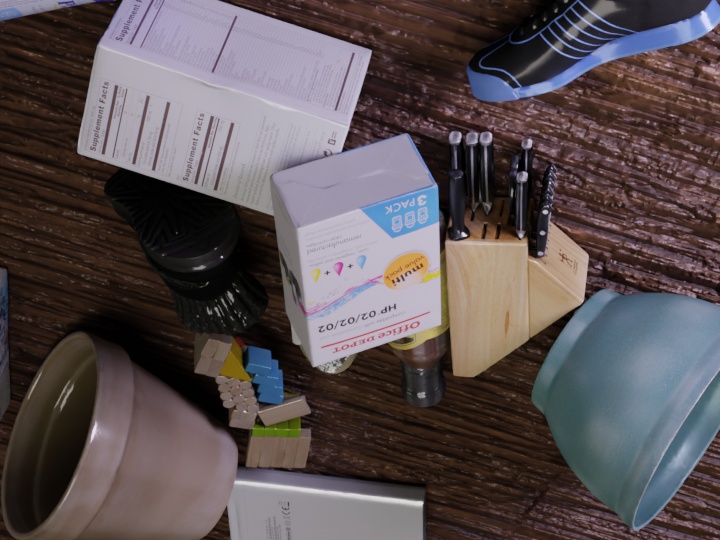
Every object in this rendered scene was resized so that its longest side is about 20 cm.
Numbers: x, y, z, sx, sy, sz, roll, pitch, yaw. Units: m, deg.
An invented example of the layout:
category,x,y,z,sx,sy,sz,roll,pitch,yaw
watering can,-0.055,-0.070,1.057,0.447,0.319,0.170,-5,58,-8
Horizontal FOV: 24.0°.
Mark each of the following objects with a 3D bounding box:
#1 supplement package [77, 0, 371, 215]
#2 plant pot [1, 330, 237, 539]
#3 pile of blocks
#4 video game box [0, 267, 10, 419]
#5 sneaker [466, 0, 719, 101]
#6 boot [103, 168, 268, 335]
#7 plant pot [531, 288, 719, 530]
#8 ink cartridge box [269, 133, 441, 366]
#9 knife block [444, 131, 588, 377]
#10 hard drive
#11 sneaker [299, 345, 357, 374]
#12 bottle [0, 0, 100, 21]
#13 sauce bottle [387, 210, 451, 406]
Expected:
category,x,y,z,sx,sy,sz,roll,pitch,yaw
supplement package,-0.107,-0.134,1.334,0.200,0.114,0.110,18,130,-2
plant pot,-0.219,0.177,1.596,0.173,0.200,0.200,22,134,-29
pile of blocks,-0.095,0.104,1.575,0.082,0.062,0.200,-15,134,9
video game box,-0.377,0.122,1.558,0.047,0.200,0.182,14,131,2
sneaker,0.164,-0.191,1.258,0.200,0.070,0.078,-18,120,18
boot,-0.129,-0.002,1.418,0.079,0.211,0.158,-32,120,-9
plant pot,0.230,0.098,1.422,0.134,0.200,0.201,33,135,20
ink cartridge box,0.000,0.000,1.328,0.115,0.068,0.200,-18,139,-11
knife block,0.097,-0.019,1.419,0.175,0.064,0.200,38,128,-18
hard drive,-0.033,0.259,1.712,0.200,0.027,0.132,6,131,9
sneaker,-0.034,0.026,1.470,0.077,0.089,0.200,6,131,7
bottle,-0.205,-0.235,1.283,0.200,0.084,0.065,-10,102,2
sauce bottle,0.050,0.035,1.475,0.065,0.065,0.200,2,129,11
